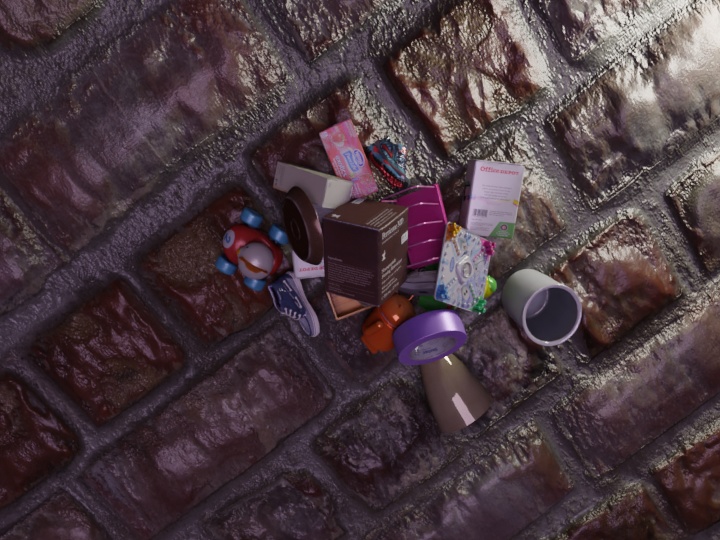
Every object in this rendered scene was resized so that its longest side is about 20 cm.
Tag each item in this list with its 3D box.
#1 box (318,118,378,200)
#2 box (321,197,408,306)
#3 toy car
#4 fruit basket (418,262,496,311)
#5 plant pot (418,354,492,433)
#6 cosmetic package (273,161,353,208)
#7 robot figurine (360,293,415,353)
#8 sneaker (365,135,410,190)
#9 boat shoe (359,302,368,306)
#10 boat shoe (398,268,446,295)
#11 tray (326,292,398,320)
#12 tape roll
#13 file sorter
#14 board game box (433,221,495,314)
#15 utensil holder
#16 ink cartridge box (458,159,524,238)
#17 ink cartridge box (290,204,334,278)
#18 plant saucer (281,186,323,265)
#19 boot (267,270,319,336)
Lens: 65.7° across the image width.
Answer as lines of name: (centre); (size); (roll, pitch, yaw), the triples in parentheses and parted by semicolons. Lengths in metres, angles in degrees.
box: (-0.032, -0.293, 1.494); (0.094, 0.100, 0.204); (-23, 104, 1)
box: (0.014, -0.050, 1.384); (0.161, 0.165, 0.205); (14, 120, 27)
toy car: (-0.292, -0.041, 1.480); (0.174, 0.200, 0.187); (30, 99, -11)
fruit basket: (0.281, 0.038, 1.575); (0.210, 0.155, 0.222); (4, 100, 22)
plant pot: (0.260, 0.335, 1.645); (0.185, 0.187, 0.203); (-31, 92, 3)
cosmetic package: (-0.125, -0.222, 1.445); (0.102, 0.198, 0.075); (-1, 111, -48)
robot figurine: (0.079, 0.149, 1.583); (0.141, 0.118, 0.201); (19, 126, -26)
sneaker: (0.088, -0.294, 1.461); (0.095, 0.201, 0.080); (-34, 139, 2)
boat shoe: (0.000, 0.000, 1.558); (0.070, 0.068, 0.205); (-11, 85, -6)
boat shoe: (0.162, 0.027, 1.524); (0.071, 0.198, 0.067); (25, 75, -29)
tray: (0.005, 0.061, 1.616); (0.195, 0.037, 0.101); (-20, 105, 1)
tape roll: (0.188, 0.184, 1.519); (0.195, 0.201, 0.067); (-17, 61, -1)
file sorter: (0.145, -0.112, 1.485); (0.137, 0.124, 0.205); (-16, 86, 37)
board game box: (0.282, -0.003, 1.477); (0.197, 0.026, 0.205); (18, 79, -39)
utensil holder: (0.504, 0.096, 1.584); (0.165, 0.200, 0.175); (-1, 105, -5)
ink cartridge box: (0.363, -0.202, 1.558); (0.141, 0.084, 0.206); (5, 104, -6)
ink cartridge box: (-0.121, -0.091, 1.541); (0.142, 0.084, 0.206); (-4, 105, -1)
plant saucer: (-0.151, -0.106, 1.395); (0.034, 0.199, 0.205); (-20, 106, -24)
boot: (-0.191, 0.111, 1.575); (0.090, 0.072, 0.204); (-31, 100, -40)
